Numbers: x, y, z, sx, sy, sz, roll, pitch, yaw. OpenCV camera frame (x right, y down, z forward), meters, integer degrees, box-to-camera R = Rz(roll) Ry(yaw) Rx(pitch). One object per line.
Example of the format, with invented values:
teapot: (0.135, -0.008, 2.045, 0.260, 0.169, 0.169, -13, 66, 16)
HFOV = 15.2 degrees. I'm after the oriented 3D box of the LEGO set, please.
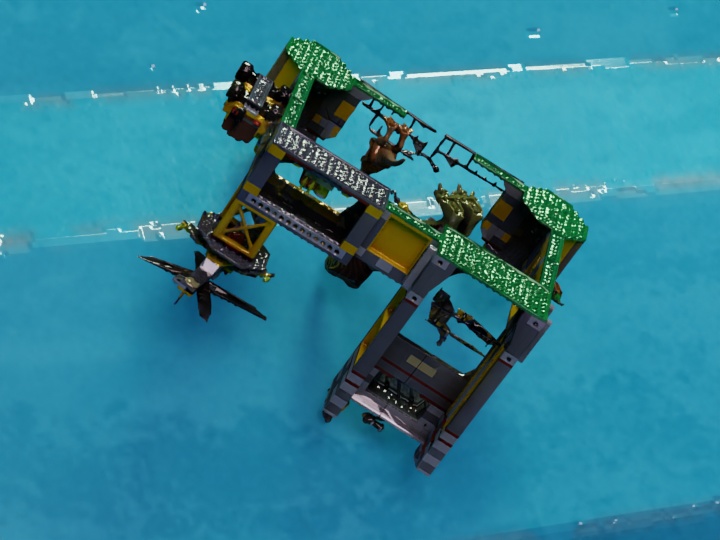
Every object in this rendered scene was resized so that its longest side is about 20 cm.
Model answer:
LEGO set: (0.000, 0.000, 1.233, 0.199, 0.116, 0.154, 28, 28, -15)
